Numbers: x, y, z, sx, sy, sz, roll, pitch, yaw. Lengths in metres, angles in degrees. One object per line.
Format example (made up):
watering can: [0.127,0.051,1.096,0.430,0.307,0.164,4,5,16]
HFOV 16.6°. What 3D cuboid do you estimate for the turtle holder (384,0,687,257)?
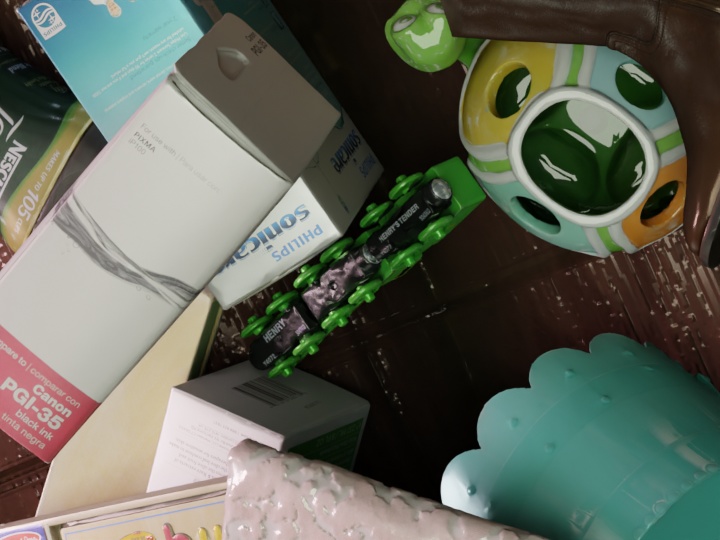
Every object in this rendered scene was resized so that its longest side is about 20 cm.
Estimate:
turtle holder: [0.116,-0.093,1.346,0.141,0.132,0.186,-27,100,16]

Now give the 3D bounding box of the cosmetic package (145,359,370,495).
cosmetic package: [-0.075,0.162,1.455,0.085,0.108,0.200,22,110,24]

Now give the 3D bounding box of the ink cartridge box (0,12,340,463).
ink cartridge box: [-0.111,-0.019,1.244,0.083,0.147,0.200,41,110,-5]

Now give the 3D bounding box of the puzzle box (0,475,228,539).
puzzle box: [-0.115,0.192,1.407,0.200,0.025,0.133,-15,91,30]

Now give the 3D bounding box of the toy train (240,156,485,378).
toy train: [0.000,0.000,1.398,0.042,0.056,0.200,55,134,8]

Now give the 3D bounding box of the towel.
towel: [0.011,0.201,1.302,0.200,0.032,0.191,17,115,20]

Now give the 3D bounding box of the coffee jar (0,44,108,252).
coffee jar: [-0.213,-0.080,1.413,0.200,0.085,0.104,30,100,8]

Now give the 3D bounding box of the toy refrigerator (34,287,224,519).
toy refrigerator: [-0.134,0.085,1.467,0.070,0.076,0.200,20,107,3]

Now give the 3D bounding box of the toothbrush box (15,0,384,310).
toothbrush box: [-0.083,-0.098,1.370,0.085,0.146,0.200,-33,99,17]

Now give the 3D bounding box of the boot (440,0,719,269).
boot: [0.117,-0.109,1.254,0.200,0.064,0.187,13,85,21]

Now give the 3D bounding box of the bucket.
bucket: [0.152,0.153,1.361,0.135,0.207,0.208,34,116,46]
